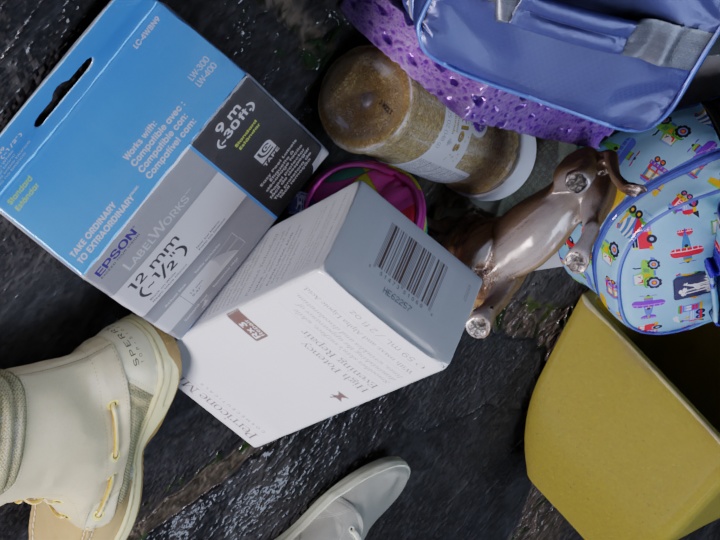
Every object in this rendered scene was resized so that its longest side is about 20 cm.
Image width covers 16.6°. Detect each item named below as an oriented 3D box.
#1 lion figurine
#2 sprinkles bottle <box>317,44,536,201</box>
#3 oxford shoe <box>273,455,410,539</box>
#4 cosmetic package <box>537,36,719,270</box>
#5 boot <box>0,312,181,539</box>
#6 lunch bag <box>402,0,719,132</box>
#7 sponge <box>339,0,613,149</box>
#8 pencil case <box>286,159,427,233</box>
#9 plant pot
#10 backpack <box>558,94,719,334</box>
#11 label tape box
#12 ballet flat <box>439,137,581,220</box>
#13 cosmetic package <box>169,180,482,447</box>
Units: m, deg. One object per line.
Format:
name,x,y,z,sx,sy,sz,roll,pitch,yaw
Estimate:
lion figurine,0.113,-0.030,1.580,0.199,0.073,0.123,-28,-166,29
sprinkles bottle,0.045,-0.091,1.574,0.068,0.068,0.200,-55,154,10
oxford shoe,-0.028,0.216,1.883,0.200,0.058,0.075,-39,150,-28
cosmetic package,0.183,-0.090,1.757,0.150,0.052,0.201,-10,139,-19
boot,-0.197,0.122,1.457,0.155,0.073,0.201,-19,144,-45
lunch bag,0.111,-0.175,1.420,0.199,0.133,0.136,16,117,-22
sponge,0.077,-0.125,1.528,0.030,0.111,0.200,-55,155,15
pencil case,0.000,0.000,1.571,0.088,0.088,0.200,-45,164,-12
plant pot,0.252,0.135,2.100,0.194,0.196,0.200,-17,148,-50
backpack,0.242,-0.031,1.707,0.199,0.135,0.183,-19,142,-7
label tape box,-0.113,-0.057,1.362,0.144,0.066,0.200,-51,157,0
ballet flat,0.091,-0.036,1.708,0.068,0.062,0.200,-70,-174,-48
cosmetic package,-0.032,0.029,1.446,0.200,0.102,0.074,-28,-151,50
